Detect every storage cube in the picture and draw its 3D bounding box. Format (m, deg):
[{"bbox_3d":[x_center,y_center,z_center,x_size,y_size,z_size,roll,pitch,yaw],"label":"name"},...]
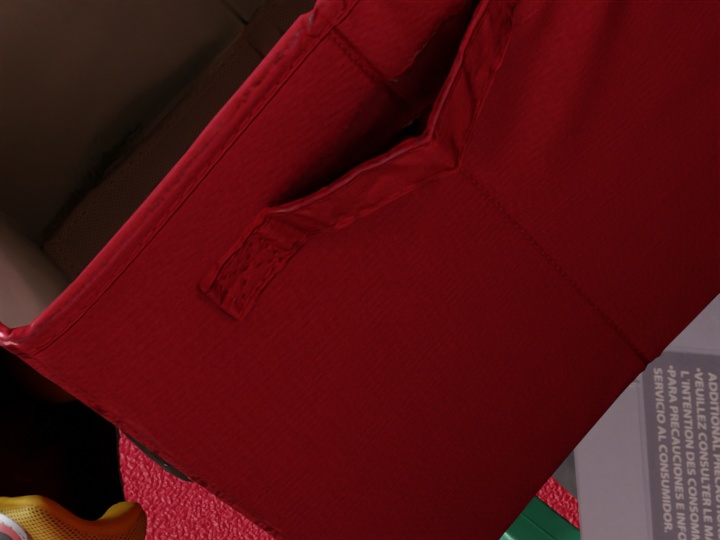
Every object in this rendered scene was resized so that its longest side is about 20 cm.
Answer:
[{"bbox_3d":[-0.019,-0.055,0.643,0.200,0.171,0.180,42,179,36],"label":"storage cube"}]

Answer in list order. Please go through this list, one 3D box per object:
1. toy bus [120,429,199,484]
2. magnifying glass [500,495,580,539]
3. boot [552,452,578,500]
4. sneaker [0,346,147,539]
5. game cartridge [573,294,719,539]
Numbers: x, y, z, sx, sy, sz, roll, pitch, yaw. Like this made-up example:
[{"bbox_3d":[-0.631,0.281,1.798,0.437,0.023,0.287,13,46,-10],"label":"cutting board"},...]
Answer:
[{"bbox_3d":[0.000,0.000,0.845,0.192,0.136,0.200,45,-172,-45],"label":"toy bus"},{"bbox_3d":[0.058,0.087,0.943,0.200,0.022,0.080,32,170,25],"label":"magnifying glass"},{"bbox_3d":[0.080,0.062,0.994,0.181,0.073,0.200,15,-154,-33],"label":"boot"},{"bbox_3d":[-0.101,0.024,0.748,0.078,0.082,0.200,5,-139,-39],"label":"sneaker"},{"bbox_3d":[0.118,0.085,0.731,0.133,0.201,0.041,3,-166,36],"label":"game cartridge"}]
